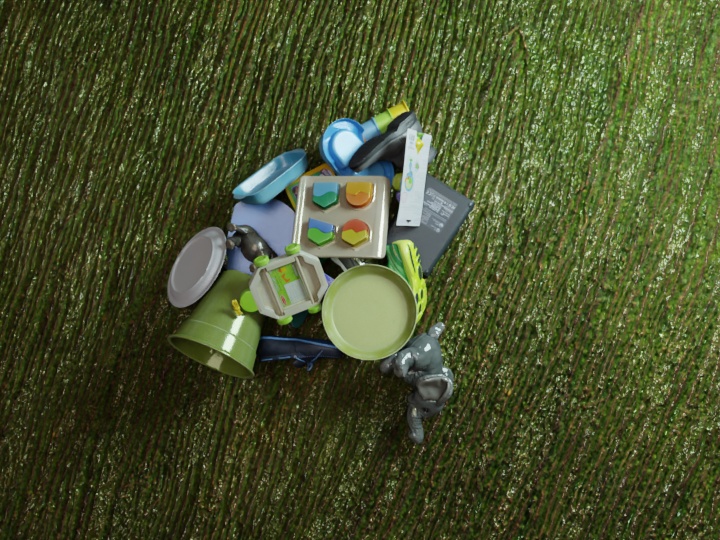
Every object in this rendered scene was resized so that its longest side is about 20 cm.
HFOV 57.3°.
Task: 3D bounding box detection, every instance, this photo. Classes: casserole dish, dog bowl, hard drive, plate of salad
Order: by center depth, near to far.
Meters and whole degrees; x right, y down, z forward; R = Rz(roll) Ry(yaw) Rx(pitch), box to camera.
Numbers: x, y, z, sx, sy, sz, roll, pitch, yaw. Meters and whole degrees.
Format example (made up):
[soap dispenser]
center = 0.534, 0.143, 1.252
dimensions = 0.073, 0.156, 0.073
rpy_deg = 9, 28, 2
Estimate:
[dog bowl]
center = -0.013, -0.245, 1.469
dimensions = 0.200, 0.050, 0.112
rpy_deg = 47, 74, -23
[plate of salad]
center = -0.362, -0.005, 1.483
dimensions = 0.200, 0.048, 0.200
rpy_deg = -24, 49, 31
[casserole dish]
center = -0.197, -0.205, 1.484
dimensions = 0.200, 0.121, 0.039
rpy_deg = -42, 121, -25
[hard drive]
center = 0.146, -0.103, 1.489
dimensions = 0.139, 0.033, 0.200
rpy_deg = 33, 87, 8

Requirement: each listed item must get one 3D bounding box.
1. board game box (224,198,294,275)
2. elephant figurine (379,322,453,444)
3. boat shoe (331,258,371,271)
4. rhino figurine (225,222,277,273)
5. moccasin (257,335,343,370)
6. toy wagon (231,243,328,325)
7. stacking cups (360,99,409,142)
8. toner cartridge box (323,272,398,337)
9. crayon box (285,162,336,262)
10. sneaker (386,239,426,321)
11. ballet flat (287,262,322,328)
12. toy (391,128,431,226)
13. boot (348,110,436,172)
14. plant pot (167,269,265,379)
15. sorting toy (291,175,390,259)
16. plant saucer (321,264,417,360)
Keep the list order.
[board game box]
center = -0.225, -0.067, 1.520
dimensions = 0.158, 0.039, 0.200
rpy_deg = 13, 87, 0
[elephant figurine]
center = 0.144, 0.246, 1.418
dimensions = 0.141, 0.155, 0.200
rpy_deg = -36, 93, -42
[boat shoe]
center = -0.001, 0.000, 1.472
dimensions = 0.060, 0.072, 0.202
rpy_deg = -42, 78, 5
[rhino figurine]
center = -0.215, -0.026, 1.453
dimensions = 0.200, 0.087, 0.060
rpy_deg = 46, 104, 4
[moccasin]
center = -0.133, 0.185, 1.471
dimensions = 0.200, 0.080, 0.068
rpy_deg = 3, 87, 20
[toy wagon]
center = -0.172, 0.036, 1.372
dimensions = 0.200, 0.040, 0.155
rpy_deg = -21, 114, -6
[stacking cups]
center = 0.020, -0.323, 1.516
dimensions = 0.200, 0.061, 0.061
rpy_deg = -24, 82, 5
[toner cartridge box]
center = -0.009, 0.077, 1.453
dimensions = 0.200, 0.095, 0.043
rpy_deg = 33, 88, 7
[crayon box]
center = -0.080, -0.133, 1.470
dimensions = 0.119, 0.058, 0.200
rpy_deg = -26, 63, -1
[sneaker]
center = 0.095, 0.030, 1.457
dimensions = 0.083, 0.074, 0.200
rpy_deg = 0, 103, 35
[ballet flat]
center = -0.137, 0.032, 1.495
dimensions = 0.064, 0.067, 0.200
rpy_deg = 15, 84, 34
[toy]
center = 0.101, -0.199, 1.420
dimensions = 0.047, 0.115, 0.200
rpy_deg = 14, 100, 30
[boot]
center = 0.079, -0.245, 1.454
dimensions = 0.200, 0.070, 0.132
rpy_deg = -40, 118, -12
[plant pot]
center = -0.286, 0.107, 1.435
dimensions = 0.200, 0.200, 0.190
rpy_deg = 19, 67, 7
[sorting toy]
center = -0.041, -0.117, 1.395
dimensions = 0.200, 0.036, 0.185
rpy_deg = 3, 74, 8
[plant saucer]
center = 0.020, 0.088, 1.387
dimensions = 0.200, 0.031, 0.200
rpy_deg = -1, 82, 5
